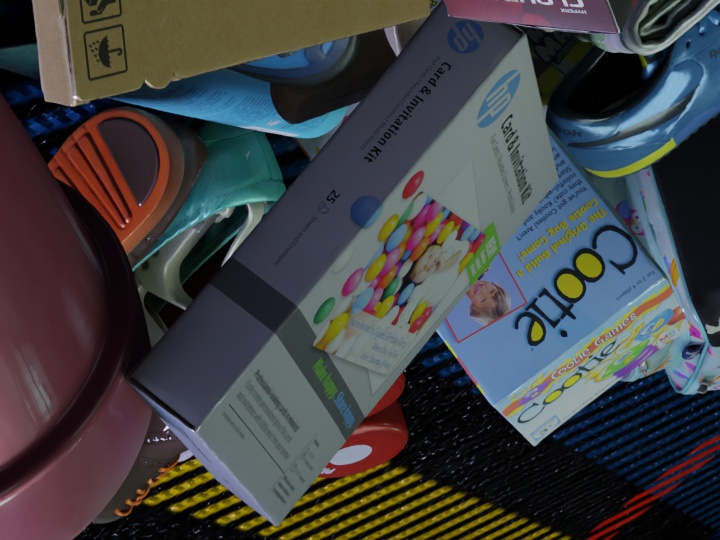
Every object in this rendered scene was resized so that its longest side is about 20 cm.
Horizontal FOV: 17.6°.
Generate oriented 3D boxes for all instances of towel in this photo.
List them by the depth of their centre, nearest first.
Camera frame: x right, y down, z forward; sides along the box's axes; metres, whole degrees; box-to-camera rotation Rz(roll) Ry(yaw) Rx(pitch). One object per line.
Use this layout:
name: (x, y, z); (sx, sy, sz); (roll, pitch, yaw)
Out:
towel: (0.164, -0.166, 1.140); (0.149, 0.031, 0.200); (-39, -168, 1)

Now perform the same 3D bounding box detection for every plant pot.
plant pot: (-0.188, -0.002, 0.867); (0.200, 0.200, 0.179); (-30, 142, -18)

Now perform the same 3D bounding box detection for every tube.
tube: (-0.077, -0.088, 1.020); (0.077, 0.051, 0.200); (-8, 176, 32)

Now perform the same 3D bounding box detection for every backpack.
backpack: (0.210, -0.009, 1.478); (0.153, 0.176, 0.200); (-20, 161, 5)

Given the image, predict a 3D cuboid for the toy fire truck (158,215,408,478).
toy fire truck: (-0.068, 0.050, 1.274); (0.168, 0.112, 0.200); (-15, 155, -4)

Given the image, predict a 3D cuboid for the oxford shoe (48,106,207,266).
oxford shoe: (-0.145, 0.005, 1.092); (0.200, 0.071, 0.073); (-41, 167, 17)

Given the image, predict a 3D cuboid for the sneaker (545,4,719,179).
sneaker: (0.181, -0.127, 1.206); (0.200, 0.066, 0.078); (-39, 153, 4)

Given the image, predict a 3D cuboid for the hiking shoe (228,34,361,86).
hiking shoe: (-0.074, -0.111, 0.831); (0.200, 0.087, 0.074); (31, 117, -36)

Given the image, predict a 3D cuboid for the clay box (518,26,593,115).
clay box: (0.102, -0.094, 1.295); (0.200, 0.048, 0.115); (-37, 158, 2)

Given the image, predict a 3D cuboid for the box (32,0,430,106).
box: (-0.045, -0.168, 0.771); (0.163, 0.021, 0.201); (-18, 111, -39)

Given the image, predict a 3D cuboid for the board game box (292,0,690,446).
board game box: (0.059, -0.029, 1.153); (0.105, 0.200, 0.103); (-37, 159, 3)

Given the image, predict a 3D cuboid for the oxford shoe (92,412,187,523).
oxford shoe: (-0.112, 0.087, 1.182); (0.200, 0.073, 0.071); (-9, -174, 33)

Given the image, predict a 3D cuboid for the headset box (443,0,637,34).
headset box: (0.066, -0.192, 0.812); (0.149, 0.077, 0.200); (-61, 144, -27)

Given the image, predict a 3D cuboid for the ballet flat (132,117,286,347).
ballet flat: (-0.107, 0.007, 1.151); (0.200, 0.070, 0.067); (-47, 157, 26)

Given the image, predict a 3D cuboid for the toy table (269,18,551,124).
toy table: (0.020, -0.137, 0.983); (0.200, 0.117, 0.184); (-28, 157, -19)

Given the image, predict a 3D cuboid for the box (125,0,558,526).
box: (0.000, 0.000, 0.950); (0.200, 0.041, 0.156); (-51, 160, -10)
